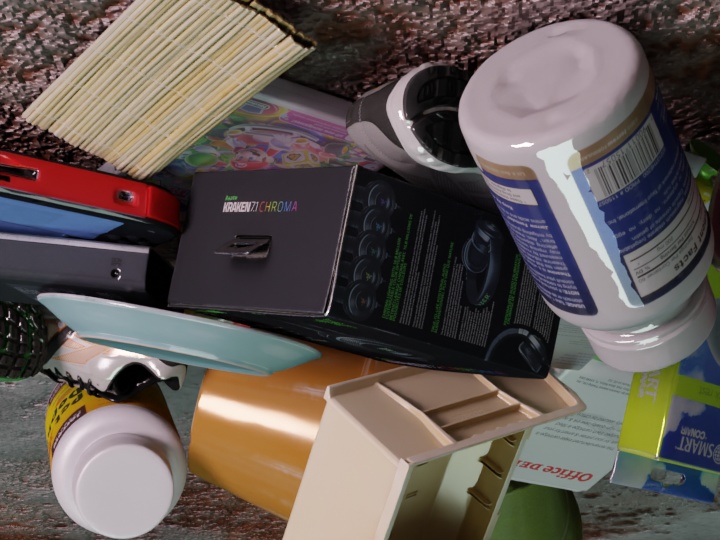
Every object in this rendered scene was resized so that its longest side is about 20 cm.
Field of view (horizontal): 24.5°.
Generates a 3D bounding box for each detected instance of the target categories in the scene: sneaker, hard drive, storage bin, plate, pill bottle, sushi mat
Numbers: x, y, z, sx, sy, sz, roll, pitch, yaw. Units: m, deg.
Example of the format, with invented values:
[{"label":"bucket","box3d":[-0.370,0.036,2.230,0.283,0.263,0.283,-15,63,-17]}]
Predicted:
[{"label":"sneaker","box3d":[-0.223,0.067,1.322,0.199,0.080,0.074,-10,158,24]},{"label":"hard drive","box3d":[-0.231,0.000,1.149,0.199,0.033,0.140,5,171,5]},{"label":"sneaker","box3d":[0.074,-0.073,1.031,0.079,0.074,0.200,-4,159,46]},{"label":"storage bin","box3d":[0.046,0.171,1.183,0.198,0.094,0.201,-11,128,-42]},{"label":"plate","box3d":[-0.125,0.048,1.136,0.199,0.026,0.200,12,173,2]},{"label":"pill bottle","box3d":[0.142,-0.037,0.966,0.110,0.111,0.200,-12,130,23]},{"label":"sneaker","box3d":[-0.333,0.035,1.263,0.199,0.078,0.085,20,157,-24]},{"label":"sushi mat","box3d":[-0.116,-0.110,0.965,0.095,0.012,0.200,27,146,-25]},{"label":"pill bottle","box3d":[-0.203,0.149,1.370,0.109,0.110,0.200,5,-169,-14]}]

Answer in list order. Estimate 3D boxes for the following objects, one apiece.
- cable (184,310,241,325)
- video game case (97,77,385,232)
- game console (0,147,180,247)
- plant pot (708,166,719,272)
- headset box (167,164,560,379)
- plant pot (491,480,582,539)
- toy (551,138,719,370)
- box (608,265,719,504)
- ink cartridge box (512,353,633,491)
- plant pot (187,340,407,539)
[{"label":"cable","box3d":[-0.056,0.010,1.231,0.199,0.051,0.097,-18,150,34]},{"label":"video game case","box3d":[-0.076,-0.068,1.084,0.143,0.018,0.200,14,153,-34]},{"label":"game console","box3d":[-0.230,-0.040,1.083,0.199,0.031,0.177,13,163,-24]},{"label":"plant pot","box3d":[0.318,-0.032,1.002,0.178,0.201,0.200,19,154,-7]},{"label":"headset box","box3d":[0.000,0.000,1.048,0.199,0.093,0.174,18,171,-39]},{"label":"plant pot","box3d":[0.117,0.201,1.564,0.199,0.201,0.190,-2,145,1]},{"label":"toy","box3d":[0.170,-0.014,1.124,0.115,0.047,0.200,9,133,-45]},{"label":"box","box3d":[0.256,0.068,1.199,0.121,0.201,0.048,16,176,-36]},{"label":"ink cartridge box","box3d":[0.178,0.079,1.296,0.145,0.084,0.200,15,133,-35]},{"label":"plant pot","box3d":[-0.038,0.128,1.362,0.182,0.201,0.200,14,158,4]}]
